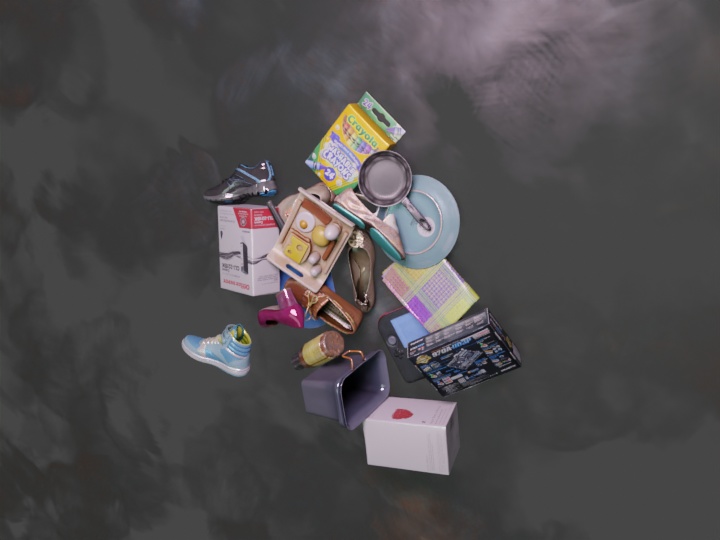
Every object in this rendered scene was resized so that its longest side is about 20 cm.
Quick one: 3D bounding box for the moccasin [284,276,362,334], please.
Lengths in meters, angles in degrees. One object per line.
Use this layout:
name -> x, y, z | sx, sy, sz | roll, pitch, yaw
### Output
moccasin -> -0.091, 0.083, 1.377 | 0.200, 0.078, 0.074 | 37, 118, 2

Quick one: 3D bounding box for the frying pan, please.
frying pan -> 0.085, -0.176, 1.248 | 0.188, 0.031, 0.116 | 25, 105, -1

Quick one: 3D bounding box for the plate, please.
plate -> 0.116, -0.104, 1.281 | 0.197, 0.025, 0.204 | 2, 95, 27

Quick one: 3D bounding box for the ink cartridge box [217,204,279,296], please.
ink cartridge box -> -0.263, -0.050, 1.408 | 0.143, 0.083, 0.204 | 9, 104, 44

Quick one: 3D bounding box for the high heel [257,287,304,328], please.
high heel -> -0.188, 0.122, 1.391 | 0.097, 0.067, 0.200 | 67, 151, 15

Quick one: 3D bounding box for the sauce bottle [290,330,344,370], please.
sauce bottle -> -0.110, 0.197, 1.429 | 0.199, 0.066, 0.067 | -31, 92, 51

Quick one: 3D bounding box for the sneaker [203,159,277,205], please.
sneaker -> -0.288, -0.206, 1.426 | 0.197, 0.073, 0.083 | -9, 85, 19

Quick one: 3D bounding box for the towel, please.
towel -> 0.149, 0.033, 1.301 | 0.200, 0.023, 0.144 | 48, 111, 17

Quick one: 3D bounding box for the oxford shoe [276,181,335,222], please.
oxford shoe -> -0.152, -0.142, 1.374 | 0.199, 0.074, 0.071 | -31, 95, 28

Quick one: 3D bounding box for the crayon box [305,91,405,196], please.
crayon box -> -0.014, -0.266, 1.293 | 0.126, 0.052, 0.200 | 45, 116, 5

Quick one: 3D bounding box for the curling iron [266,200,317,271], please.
curling iron -> -0.155, -0.073, 1.366 | 0.049, 0.026, 0.202 | -26, 103, 29

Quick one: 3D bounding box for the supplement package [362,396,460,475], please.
supplement package -> 0.120, 0.378, 1.383 | 0.197, 0.121, 0.122 | -1, 105, 22

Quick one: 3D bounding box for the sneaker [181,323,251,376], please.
sneaker -> -0.369, 0.182, 1.561 | 0.197, 0.080, 0.132 | 21, 114, 6

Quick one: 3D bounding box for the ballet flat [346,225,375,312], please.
ballet flat -> 0.000, 0.000, 1.366 | 0.066, 0.046, 0.204 | 1, 105, 22

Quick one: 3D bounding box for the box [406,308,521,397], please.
box -> 0.222, 0.182, 1.279 | 0.198, 0.046, 0.159 | -27, 124, 24

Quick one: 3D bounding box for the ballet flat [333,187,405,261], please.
ballet flat -> 0.033, -0.106, 1.269 | 0.199, 0.068, 0.067 | 40, 78, 3

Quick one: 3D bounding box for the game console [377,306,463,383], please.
game console -> 0.151, 0.154, 1.357 | 0.198, 0.031, 0.179 | -23, 95, 27

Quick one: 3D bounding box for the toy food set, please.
toy food set -> -0.113, -0.064, 1.302 | 0.142, 0.061, 0.201 | 33, 121, 3

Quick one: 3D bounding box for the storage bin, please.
storage bin -> -0.041, 0.259, 1.385 | 0.132, 0.199, 0.148 | 0, 106, 32

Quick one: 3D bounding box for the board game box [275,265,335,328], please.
board game box -> -0.130, 0.038, 1.440 | 0.155, 0.039, 0.203 | -5, 108, 19
